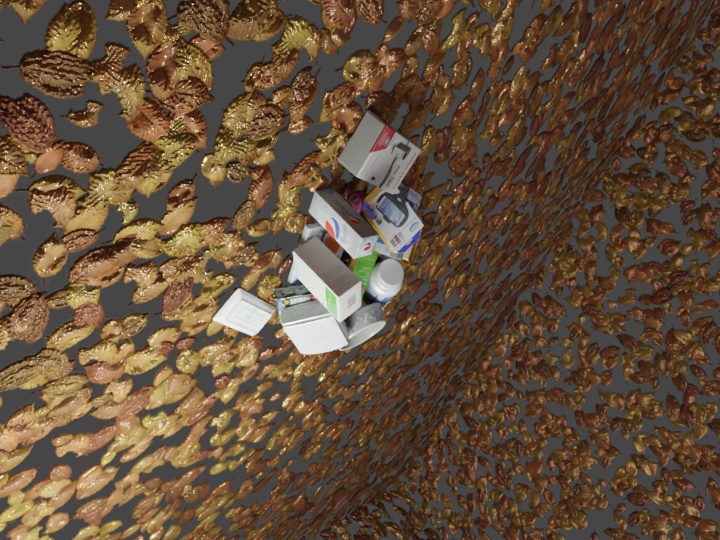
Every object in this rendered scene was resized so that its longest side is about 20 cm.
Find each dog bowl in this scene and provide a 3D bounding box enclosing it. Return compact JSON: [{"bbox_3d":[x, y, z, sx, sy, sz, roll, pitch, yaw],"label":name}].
[{"bbox_3d":[-0.005,0.181,1.820,0.196,0.060,0.201,-28,162,-10],"label":"dog bowl"}]

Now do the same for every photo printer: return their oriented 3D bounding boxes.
[{"bbox_3d":[-0.121,0.167,1.651,0.161,0.071,0.202,-13,144,9],"label":"photo printer"}]

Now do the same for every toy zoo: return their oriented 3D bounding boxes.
[{"bbox_3d":[0.165,-0.087,1.819,0.200,0.020,0.135,43,65,-80],"label":"toy zoo"}]

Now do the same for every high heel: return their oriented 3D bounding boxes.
[{"bbox_3d":[-0.044,-0.123,1.575,0.096,0.066,0.205,-45,158,-54],"label":"high heel"}]

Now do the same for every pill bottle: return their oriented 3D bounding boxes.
[{"bbox_3d":[0.069,0.037,1.809,0.111,0.114,0.200,-34,174,-23],"label":"pill bottle"}]

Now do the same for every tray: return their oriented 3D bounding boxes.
[{"bbox_3d":[-0.305,0.121,1.568,0.108,0.022,0.200,-50,152,0],"label":"tray"}]

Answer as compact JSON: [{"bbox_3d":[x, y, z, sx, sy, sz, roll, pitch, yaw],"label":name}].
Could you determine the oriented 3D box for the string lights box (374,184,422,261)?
[{"bbox_3d":[0.112,-0.141,1.728,0.102,0.058,0.207,16,92,-62],"label":"string lights box"}]

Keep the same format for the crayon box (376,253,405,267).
[{"bbox_3d":[0.100,-0.061,1.886,0.125,0.051,0.202,-42,150,-13],"label":"crayon box"}]

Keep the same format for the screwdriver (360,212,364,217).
[{"bbox_3d":[-0.059,-0.159,1.581,0.196,0.027,0.030,4,95,-48],"label":"screwdriver"}]

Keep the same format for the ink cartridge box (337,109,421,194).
[{"bbox_3d":[0.053,-0.299,1.498,0.149,0.083,0.198,-57,150,13],"label":"ink cartridge box"}]

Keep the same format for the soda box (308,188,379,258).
[{"bbox_3d":[-0.044,-0.120,1.455,0.067,0.200,0.065,-14,139,-43],"label":"soda box"}]

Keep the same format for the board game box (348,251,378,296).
[{"bbox_3d":[0.000,0.000,1.710,0.095,0.029,0.206,36,69,-54],"label":"board game box"}]

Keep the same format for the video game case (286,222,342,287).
[{"bbox_3d":[-0.112,-0.051,1.631,0.179,0.022,0.204,-16,137,-45],"label":"video game case"}]

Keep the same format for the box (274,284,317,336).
[{"bbox_3d":[-0.166,0.115,1.669,0.132,0.041,0.203,-9,143,-2],"label":"box"}]

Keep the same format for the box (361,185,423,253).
[{"bbox_3d":[0.091,-0.148,1.642,0.119,0.202,0.041,-41,-168,-10],"label":"box"}]

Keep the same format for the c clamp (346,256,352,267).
[{"bbox_3d":[-0.016,-0.029,1.723,0.170,0.026,0.206,32,76,-56],"label":"c clamp"}]

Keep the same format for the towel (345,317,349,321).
[{"bbox_3d":[-0.039,0.118,1.841,0.201,0.023,0.150,90,23,-69],"label":"towel"}]

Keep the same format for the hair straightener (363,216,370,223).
[{"bbox_3d":[0.068,-0.158,1.725,0.197,0.041,0.078,-14,137,-52],"label":"hair straightener"}]

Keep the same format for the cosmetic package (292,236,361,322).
[{"bbox_3d":[-0.087,0.020,1.520,0.084,0.199,0.110,-33,146,-25],"label":"cosmetic package"}]
